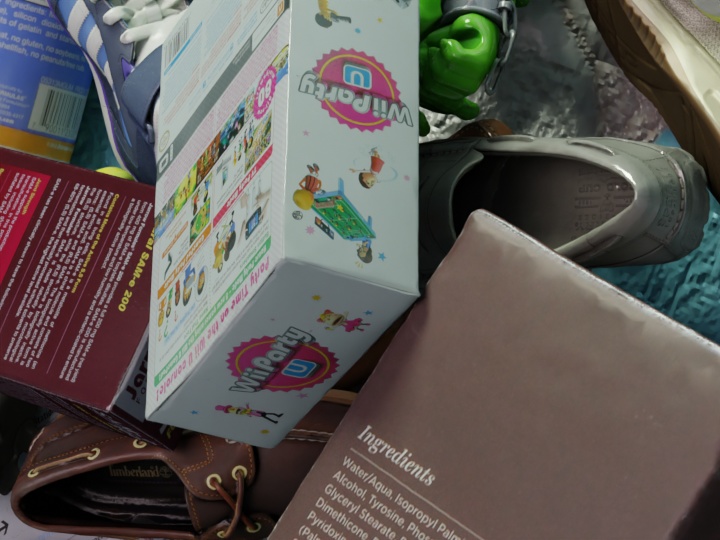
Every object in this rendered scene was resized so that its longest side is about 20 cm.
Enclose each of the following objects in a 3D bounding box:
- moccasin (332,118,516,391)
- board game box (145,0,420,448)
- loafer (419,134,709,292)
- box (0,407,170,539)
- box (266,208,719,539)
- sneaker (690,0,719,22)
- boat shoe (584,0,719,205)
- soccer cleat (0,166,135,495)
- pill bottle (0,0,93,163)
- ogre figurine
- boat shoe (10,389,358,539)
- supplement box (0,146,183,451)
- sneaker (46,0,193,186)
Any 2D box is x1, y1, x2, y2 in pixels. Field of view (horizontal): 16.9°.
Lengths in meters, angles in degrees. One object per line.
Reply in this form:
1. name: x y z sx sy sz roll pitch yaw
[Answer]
1. moccasin: 0.000 -0.001 1.139 0.201 0.077 0.074 -36 57 32
2. board game box: -0.034 -0.048 1.028 0.148 0.064 0.201 133 145 -51
3. loafer: 0.050 -0.028 1.036 0.199 0.070 0.070 -7 82 33
4. box: -0.127 0.128 1.257 0.156 0.041 0.201 -34 61 33
5. box: 0.085 0.119 0.948 0.164 0.166 0.201 32 89 42
6. sneaker: 0.168 -0.153 0.997 0.200 0.105 0.076 55 146 22
7. boat shoe: 0.146 -0.108 1.040 0.065 0.072 0.201 -25 54 -5
8. soccer cleat: -0.182 0.025 1.253 0.084 0.065 0.201 37 107 25
9. pill bottle: -0.189 -0.160 1.325 0.112 0.112 0.201 17 93 44
10. ogre figurine: 0.031 -0.132 1.115 0.098 0.200 0.121 22 86 2
11. boat shoe: -0.069 0.101 1.146 0.199 0.070 0.071 -4 115 21
12. supplement box: -0.156 0.005 1.159 0.199 0.061 0.109 16 76 36
13. sneaker: -0.093 -0.119 1.191 0.146 0.080 0.201 21 131 62
